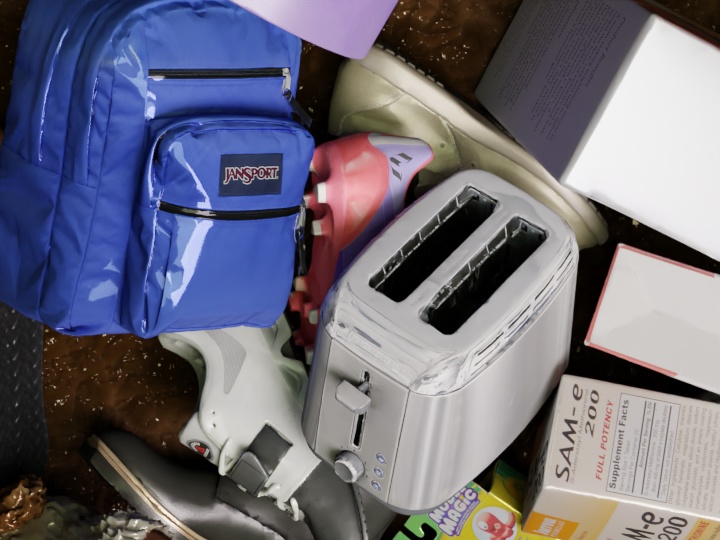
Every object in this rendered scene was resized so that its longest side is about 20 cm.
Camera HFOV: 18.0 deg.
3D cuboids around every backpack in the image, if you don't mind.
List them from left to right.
[{"bbox_3d":[-0.106,-0.069,1.287,0.162,0.167,0.202,-6,109,-44],"label":"backpack"}]

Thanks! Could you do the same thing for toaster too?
[{"bbox_3d":[0.054,0.034,1.305,0.200,0.113,0.130,-42,154,-31],"label":"toaster"}]

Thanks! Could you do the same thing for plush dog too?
[{"bbox_3d":[-0.159,0.208,1.365,0.160,0.172,0.200,-39,136,1],"label":"plush dog"}]

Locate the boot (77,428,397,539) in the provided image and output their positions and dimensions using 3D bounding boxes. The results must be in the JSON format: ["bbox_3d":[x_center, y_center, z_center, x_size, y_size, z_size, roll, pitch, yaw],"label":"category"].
[{"bbox_3d":[-0.064,0.124,1.425,0.200,0.077,0.139,39,87,-24],"label":"boot"}]

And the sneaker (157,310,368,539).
[{"bbox_3d":[-0.060,0.107,1.364,0.088,0.074,0.201,-21,72,-17],"label":"sneaker"}]

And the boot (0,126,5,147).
[{"bbox_3d":[-0.232,-0.107,1.308,0.188,0.068,0.200,-39,114,-2],"label":"boot"}]

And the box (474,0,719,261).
[{"bbox_3d":[0.175,-0.093,1.319,0.152,0.200,0.107,25,102,-19],"label":"box"}]

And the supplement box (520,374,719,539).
[{"bbox_3d":[0.203,0.130,1.353,0.198,0.126,0.074,11,71,2],"label":"supplement box"}]

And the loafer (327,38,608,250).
[{"bbox_3d":[0.062,-0.065,1.378,0.199,0.076,0.068,35,101,-10],"label":"loafer"}]

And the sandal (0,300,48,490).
[{"bbox_3d":[-0.228,0.078,1.378,0.075,0.045,0.201,-13,117,-47],"label":"sandal"}]

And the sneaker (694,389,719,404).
[{"bbox_3d":[0.202,0.157,1.466,0.076,0.092,0.200,40,98,-21],"label":"sneaker"}]

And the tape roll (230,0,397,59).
[{"bbox_3d":[-0.062,-0.202,1.237,0.199,0.200,0.085,29,101,-18],"label":"tape roll"}]

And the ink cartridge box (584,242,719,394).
[{"bbox_3d":[0.228,0.042,1.372,0.116,0.200,0.068,19,91,26],"label":"ink cartridge box"}]

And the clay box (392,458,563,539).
[{"bbox_3d":[0.115,0.208,1.455,0.199,0.048,0.115,35,119,-2],"label":"clay box"}]

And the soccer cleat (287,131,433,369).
[{"bbox_3d":[0.000,0.000,1.360,0.076,0.067,0.201,-8,135,-13],"label":"soccer cleat"}]
